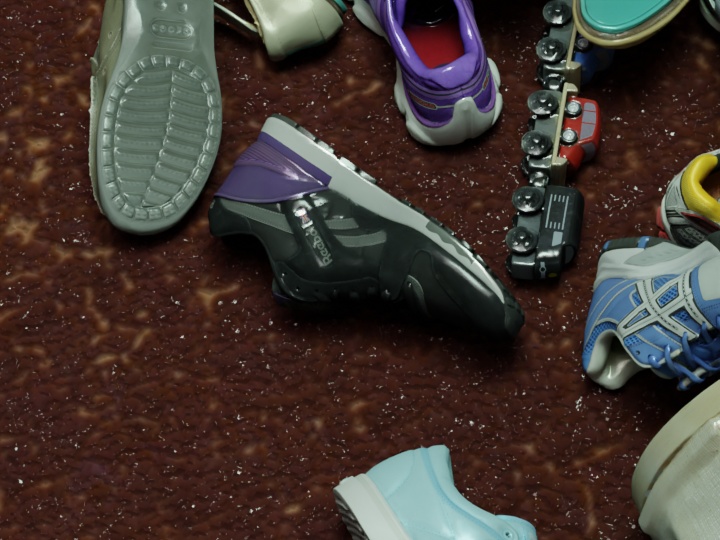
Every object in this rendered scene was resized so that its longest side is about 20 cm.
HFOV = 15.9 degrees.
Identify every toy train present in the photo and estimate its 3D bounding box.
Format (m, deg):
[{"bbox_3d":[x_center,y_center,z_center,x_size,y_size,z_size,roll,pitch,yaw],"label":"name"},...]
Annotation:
[{"bbox_3d":[0.118,-0.081,1.495,0.046,0.034,0.201,6,59,8],"label":"toy train"}]

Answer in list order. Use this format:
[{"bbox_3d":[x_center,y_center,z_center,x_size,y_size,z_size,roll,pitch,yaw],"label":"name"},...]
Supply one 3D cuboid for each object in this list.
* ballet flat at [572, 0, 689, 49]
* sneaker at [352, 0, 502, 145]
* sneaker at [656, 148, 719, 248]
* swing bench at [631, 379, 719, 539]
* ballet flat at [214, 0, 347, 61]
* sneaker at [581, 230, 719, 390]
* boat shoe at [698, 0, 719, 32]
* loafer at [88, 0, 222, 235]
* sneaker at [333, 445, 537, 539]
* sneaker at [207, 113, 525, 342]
[{"bbox_3d":[0.180,-0.189,1.533,0.068,0.063,0.200,19,56,16],"label":"ballet flat"},{"bbox_3d":[0.036,-0.172,1.530,0.080,0.084,0.200,-20,58,-6],"label":"sneaker"},{"bbox_3d":[0.266,-0.042,1.422,0.199,0.082,0.078,-11,70,-1],"label":"sneaker"},{"bbox_3d":[0.264,0.140,1.287,0.199,0.130,0.199,-22,60,-8],"label":"swing bench"},{"bbox_3d":[-0.088,-0.202,1.578,0.069,0.070,0.200,-33,62,-14],"label":"ballet flat"},{"bbox_3d":[0.190,0.026,1.358,0.076,0.200,0.077,30,72,-24],"label":"sneaker"},{"bbox_3d":[0.235,-0.159,1.488,0.073,0.062,0.200,-3,38,4],"label":"boat shoe"},{"bbox_3d":[-0.123,-0.111,1.527,0.075,0.070,0.201,12,69,-17],"label":"loafer"},{"bbox_3d":[0.066,0.166,1.324,0.082,0.074,0.200,-31,61,-9],"label":"sneaker"},{"bbox_3d":[0.000,0.000,1.447,0.200,0.076,0.088,35,82,28],"label":"sneaker"}]
